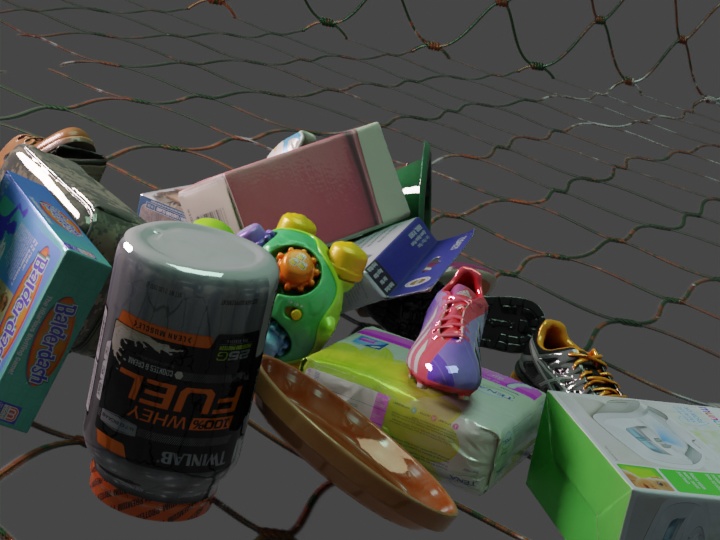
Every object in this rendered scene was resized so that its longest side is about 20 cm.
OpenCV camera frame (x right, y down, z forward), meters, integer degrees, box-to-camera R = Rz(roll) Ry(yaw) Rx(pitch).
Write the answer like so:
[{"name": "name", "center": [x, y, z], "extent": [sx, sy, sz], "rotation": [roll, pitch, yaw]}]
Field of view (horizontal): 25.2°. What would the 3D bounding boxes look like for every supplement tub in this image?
[{"name": "supplement tub", "center": [-0.136, 0.075, 1.191], "extent": [0.122, 0.201, 0.123], "rotation": [12, 17, -4]}]

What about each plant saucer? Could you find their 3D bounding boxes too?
[{"name": "plant saucer", "center": [-0.010, 0.139, 1.262], "extent": [0.200, 0.032, 0.200], "rotation": [37, 4, -3]}]

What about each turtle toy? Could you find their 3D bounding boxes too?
[{"name": "turtle toy", "center": [-0.094, 0.014, 1.497], "extent": [0.200, 0.147, 0.101], "rotation": [30, 10, 41]}]

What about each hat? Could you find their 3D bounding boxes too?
[{"name": "hat", "center": [-0.007, -0.061, 1.890], "extent": [0.175, 0.201, 0.166], "rotation": [3, 50, 6]}]

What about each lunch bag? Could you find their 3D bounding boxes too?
[{"name": "lunch bag", "center": [-0.246, -0.005, 1.480], "extent": [0.167, 0.140, 0.200], "rotation": [22, 10, -42]}]

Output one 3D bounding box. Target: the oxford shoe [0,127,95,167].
[{"name": "oxford shoe", "center": [-0.344, -0.116, 1.686], "extent": [0.071, 0.072, 0.199], "rotation": [10, -23, -40]}]

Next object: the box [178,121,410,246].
[{"name": "box", "center": [-0.071, -0.071, 1.709], "extent": [0.199, 0.110, 0.128], "rotation": [-21, 4, -30]}]

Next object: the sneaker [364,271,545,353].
[{"name": "sneaker", "center": [0.096, 0.050, 1.727], "extent": [0.199, 0.076, 0.088], "rotation": [15, -3, 1]}]

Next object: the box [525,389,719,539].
[{"name": "box", "center": [0.254, 0.187, 1.326], "extent": [0.175, 0.097, 0.200], "rotation": [7, 17, -15]}]

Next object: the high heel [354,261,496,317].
[{"name": "high heel", "center": [0.054, 0.007, 1.805], "extent": [0.199, 0.068, 0.096], "rotation": [-12, 38, -28]}]

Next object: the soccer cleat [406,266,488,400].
[{"name": "soccer cleat", "center": [0.082, 0.053, 1.416], "extent": [0.066, 0.077, 0.200], "rotation": [15, 15, 3]}]

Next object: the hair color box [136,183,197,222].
[{"name": "hair color box", "center": [-0.161, -0.057, 1.849], "extent": [0.100, 0.061, 0.200], "rotation": [21, 19, 24]}]

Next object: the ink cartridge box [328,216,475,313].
[{"name": "ink cartridge box", "center": [0.000, 0.000, 1.621], "extent": [0.199, 0.041, 0.200], "rotation": [-18, 11, 21]}]

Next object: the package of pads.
[{"name": "package of pads", "center": [0.053, 0.120, 1.428], "extent": [0.199, 0.069, 0.154], "rotation": [19, 17, 20]}]

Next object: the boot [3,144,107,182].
[{"name": "boot", "center": [-0.271, -0.057, 1.633], "extent": [0.199, 0.131, 0.068], "rotation": [2, 23, -34]}]

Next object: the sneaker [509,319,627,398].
[{"name": "sneaker", "center": [0.214, 0.115, 1.561], "extent": [0.078, 0.078, 0.200], "rotation": [4, 20, -34]}]

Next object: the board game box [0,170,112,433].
[{"name": "board game box", "center": [-0.284, 0.021, 1.329], "extent": [0.045, 0.153, 0.200], "rotation": [24, 9, -32]}]

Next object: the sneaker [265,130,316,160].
[{"name": "sneaker", "center": [-0.038, -0.066, 1.842], "extent": [0.200, 0.081, 0.076], "rotation": [53, 28, 11]}]
